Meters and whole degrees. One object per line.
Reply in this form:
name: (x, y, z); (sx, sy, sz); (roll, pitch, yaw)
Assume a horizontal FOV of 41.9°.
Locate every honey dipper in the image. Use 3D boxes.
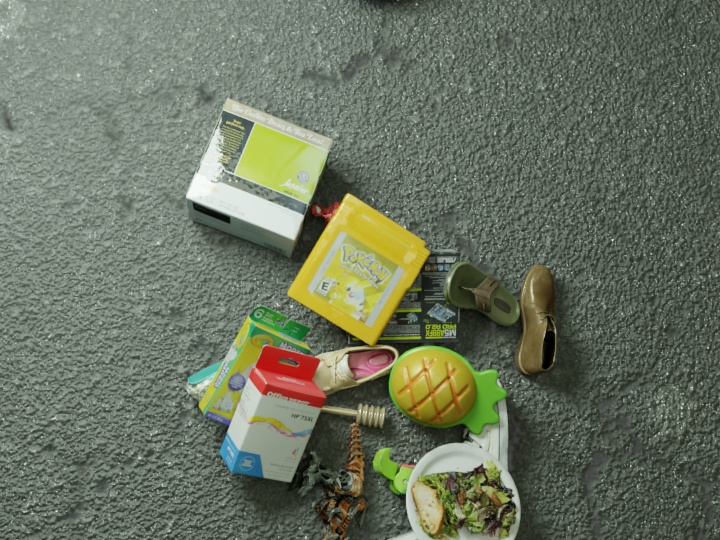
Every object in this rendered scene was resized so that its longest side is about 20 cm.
honey dipper: (-0.057, 0.238, 1.613); (0.198, 0.038, 0.038); (9, 76, -3)

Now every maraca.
maraca: (0.146, 0.203, 1.592); (0.198, 0.107, 0.138); (16, 101, 6)

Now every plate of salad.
plate of salad: (0.172, 0.378, 1.530); (0.198, 0.048, 0.202); (6, 64, -13)

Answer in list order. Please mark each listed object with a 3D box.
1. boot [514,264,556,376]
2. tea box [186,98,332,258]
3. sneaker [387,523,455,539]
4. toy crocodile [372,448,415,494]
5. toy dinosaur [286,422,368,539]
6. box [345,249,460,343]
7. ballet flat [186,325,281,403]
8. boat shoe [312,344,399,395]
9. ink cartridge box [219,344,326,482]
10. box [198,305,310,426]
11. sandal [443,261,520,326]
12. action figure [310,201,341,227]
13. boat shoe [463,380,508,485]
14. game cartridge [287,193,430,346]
boot: (0.326, 0.085, 1.670); (0.073, 0.075, 0.202); (13, 76, -20)
tea box: (-0.175, -0.158, 1.642); (0.198, 0.134, 0.198); (22, 76, -2)
sneaker: (0.091, 0.471, 1.556); (0.198, 0.078, 0.080); (-19, 76, -3)
toy crocodile: (0.112, 0.362, 1.587); (0.199, 0.068, 0.062); (23, 74, -1)
toy dinosaur: (-0.044, 0.360, 1.572); (0.135, 0.102, 0.201); (21, 56, -17)
box: (0.073, 0.045, 1.644); (0.198, 0.044, 0.162); (-1, 98, -7)
ballet flat: (-0.201, 0.166, 1.606); (0.199, 0.072, 0.072); (-29, 82, -11)
boat shoe: (-0.027, 0.166, 1.616); (0.198, 0.069, 0.074); (-17, 79, -11)
ink cartridge box: (-0.136, 0.233, 1.530); (0.115, 0.067, 0.201); (16, 101, -30)
box: (-0.167, 0.165, 1.555); (0.117, 0.048, 0.201); (26, 95, -30)
sandal: (0.220, 0.040, 1.636); (0.200, 0.057, 0.080); (24, 78, -36)
action figure: (-0.004, -0.059, 1.659); (0.199, 0.099, 0.066); (26, 120, 2)
boat shoe: (0.212, 0.288, 1.620); (0.069, 0.071, 0.202); (2, 83, -9)
game cartridge: (0.000, 0.000, 1.591); (0.175, 0.032, 0.201); (31, 94, -9)
